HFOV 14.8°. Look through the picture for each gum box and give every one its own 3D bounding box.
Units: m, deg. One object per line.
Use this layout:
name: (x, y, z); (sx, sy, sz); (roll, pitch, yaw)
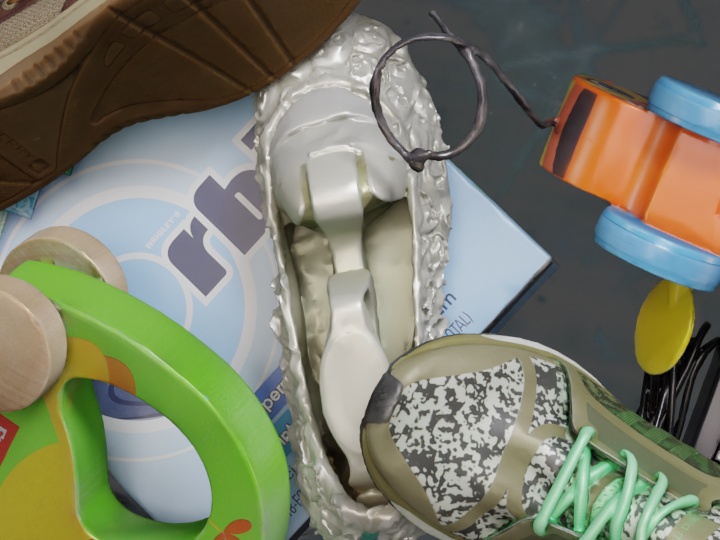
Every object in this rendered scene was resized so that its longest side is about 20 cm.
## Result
gum box: (-0.056, -0.009, 1.026); (0.200, 0.045, 0.170); (43, 93, 9)

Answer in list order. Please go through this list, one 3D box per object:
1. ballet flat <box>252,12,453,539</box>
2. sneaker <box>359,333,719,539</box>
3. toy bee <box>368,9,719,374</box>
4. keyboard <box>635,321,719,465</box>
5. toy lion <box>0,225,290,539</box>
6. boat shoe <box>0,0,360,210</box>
ballet flat: (0.000, 0.000, 0.962); (0.071, 0.072, 0.201); (-8, 84, 9)
sneaker: (0.094, 0.080, 0.918); (0.199, 0.089, 0.077); (26, 85, -21)
toy bee: (0.111, -0.044, 0.972); (0.200, 0.109, 0.131); (43, 99, -6)
keyboard: (0.134, 0.084, 0.991); (0.103, 0.040, 0.201); (19, 88, 9)
toy lion: (-0.086, 0.114, 0.984); (0.191, 0.069, 0.201); (33, 119, 8)
boat shoe: (-0.088, -0.091, 0.976); (0.199, 0.072, 0.072); (-29, 49, 21)
